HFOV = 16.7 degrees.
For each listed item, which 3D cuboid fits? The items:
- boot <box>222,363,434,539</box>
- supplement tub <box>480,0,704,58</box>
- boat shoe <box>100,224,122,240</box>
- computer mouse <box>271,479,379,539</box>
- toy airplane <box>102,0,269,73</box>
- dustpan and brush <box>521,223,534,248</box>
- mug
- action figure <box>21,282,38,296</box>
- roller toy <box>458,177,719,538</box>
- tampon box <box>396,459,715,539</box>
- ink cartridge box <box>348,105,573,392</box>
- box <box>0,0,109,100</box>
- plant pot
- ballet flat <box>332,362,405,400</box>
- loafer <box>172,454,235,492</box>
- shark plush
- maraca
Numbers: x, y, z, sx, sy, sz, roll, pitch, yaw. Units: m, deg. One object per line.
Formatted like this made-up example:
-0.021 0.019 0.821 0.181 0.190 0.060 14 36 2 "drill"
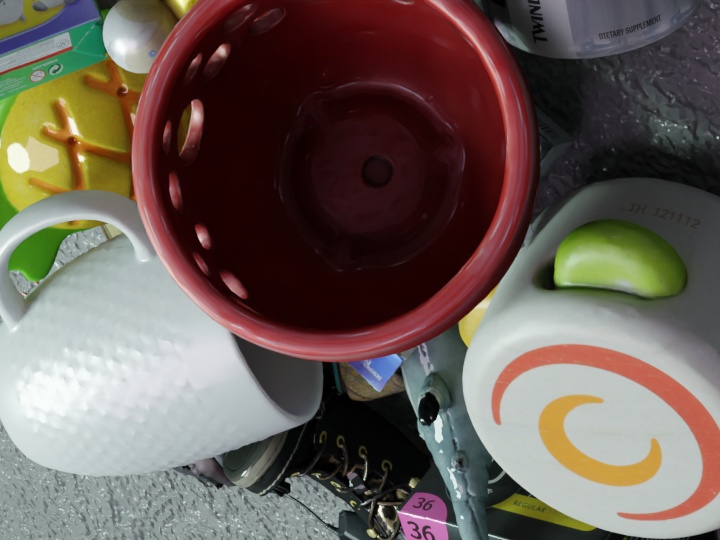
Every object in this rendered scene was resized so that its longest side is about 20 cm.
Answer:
-0.010 0.131 1.618 0.150 0.200 0.073 41 102 -6 "boot"
0.102 -0.214 1.184 0.122 0.123 0.201 14 137 33 "supplement tub"
-0.157 -0.093 1.606 0.067 0.072 0.201 -3 130 31 "boat shoe"
-0.020 0.172 1.770 0.199 0.034 0.059 30 165 12 "computer mouse"
-0.108 -0.179 1.400 0.200 0.142 0.199 40 166 -20 "toy airplane"
-0.018 -0.046 1.387 0.199 0.057 0.141 -20 88 25 "dustpan and brush"
-0.144 0.032 1.490 0.174 0.148 0.200 -20 127 18 "mug"
-0.150 0.012 1.602 0.099 0.065 0.200 31 115 -18 "action figure"
0.160 0.047 1.383 0.182 0.140 0.200 38 139 -9 "roller toy"
0.138 0.201 1.575 0.149 0.126 0.201 9 133 37 "tampon box"
0.027 -0.030 1.423 0.099 0.039 0.200 41 113 14 "ink cartridge box"
-0.238 -0.194 1.465 0.048 0.117 0.201 85 160 -59 "box"
-0.005 -0.055 1.259 0.200 0.201 0.182 38 -177 5 "plant pot"
0.000 0.000 1.561 0.070 0.071 0.201 13 135 34 "ballet flat"
-0.109 0.123 1.690 0.072 0.063 0.200 57 -176 -3 "loafer"
0.042 0.082 1.488 0.090 0.202 0.083 -3 172 19 "shark plush"
-0.178 -0.076 1.504 0.107 0.200 0.137 41 175 48 "maraca"
